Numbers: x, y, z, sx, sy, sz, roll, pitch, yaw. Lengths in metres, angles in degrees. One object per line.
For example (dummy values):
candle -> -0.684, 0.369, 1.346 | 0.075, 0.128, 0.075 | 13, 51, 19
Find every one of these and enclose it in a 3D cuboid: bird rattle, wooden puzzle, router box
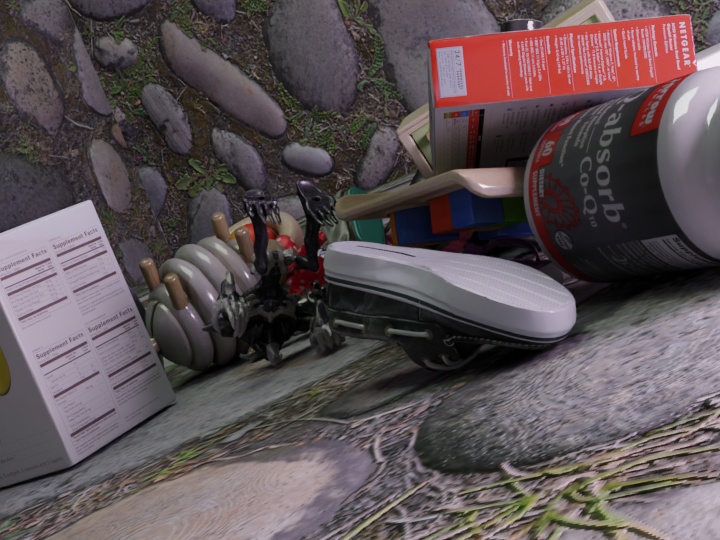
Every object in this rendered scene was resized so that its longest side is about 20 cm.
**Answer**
bird rattle -> -0.121, -0.014, 1.395 | 0.198, 0.113, 0.164 | -30, 35, 17
wooden puzzle -> 0.103, -0.048, 0.932 | 0.183, 0.047, 0.199 | -6, 0, -29
router box -> 0.139, -0.118, 0.907 | 0.176, 0.050, 0.200 | -5, -12, 2

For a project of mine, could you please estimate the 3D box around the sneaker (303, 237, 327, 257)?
sneaker -> -0.076, -0.004, 1.463 | 0.198, 0.086, 0.077 | -17, 8, 41

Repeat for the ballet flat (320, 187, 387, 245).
ballet flat -> 0.000, 0.000, 1.117 | 0.064, 0.067, 0.201 | -51, 28, 24

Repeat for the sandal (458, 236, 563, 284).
sandal -> 0.102, -0.003, 0.953 | 0.082, 0.050, 0.202 | -24, 5, -15

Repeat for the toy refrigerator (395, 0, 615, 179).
toy refrigerator -> 0.133, -0.144, 1.038 | 0.199, 0.076, 0.070 | -31, 11, 18

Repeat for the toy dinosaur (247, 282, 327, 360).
toy dinosaur -> -0.021, 0.028, 1.193 | 0.198, 0.048, 0.088 | -22, -1, -17

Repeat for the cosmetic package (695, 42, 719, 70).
cosmetic package -> 0.300, -0.132, 1.065 | 0.198, 0.109, 0.085 | -23, 7, -12

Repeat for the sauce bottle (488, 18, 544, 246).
sauce bottle -> 0.147, -0.124, 1.115 | 0.064, 0.203, 0.065 | 2, -3, 0

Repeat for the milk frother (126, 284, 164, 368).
milk frother -> -0.327, 0.060, 1.326 | 0.186, 0.203, 0.181 | -22, 2, 5

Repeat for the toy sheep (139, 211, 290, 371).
toy sheep -> -0.153, 0.031, 1.242 | 0.199, 0.139, 0.138 | -32, 9, -22

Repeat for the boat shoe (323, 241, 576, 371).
boat shoe -> 0.055, 0.028, 0.791 | 0.071, 0.072, 0.199 | -11, 17, -41

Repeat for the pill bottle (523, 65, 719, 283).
pill bottle -> 0.200, -0.059, 0.757 | 0.115, 0.117, 0.199 | -26, 6, -29

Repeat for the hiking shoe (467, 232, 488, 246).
hiking shoe -> 0.163, -0.062, 1.227 | 0.100, 0.077, 0.199 | -6, -3, -37

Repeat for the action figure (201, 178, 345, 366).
action figure -> -0.075, 0.024, 1.068 | 0.117, 0.202, 0.103 | 0, 40, -12

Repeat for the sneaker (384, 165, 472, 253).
sneaker -> 0.078, -0.084, 1.199 | 0.201, 0.079, 0.095 | -55, 28, 6

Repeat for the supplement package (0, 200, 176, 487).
supplement package -> -0.299, 0.069, 1.113 | 0.150, 0.202, 0.150 | -19, 7, 33
